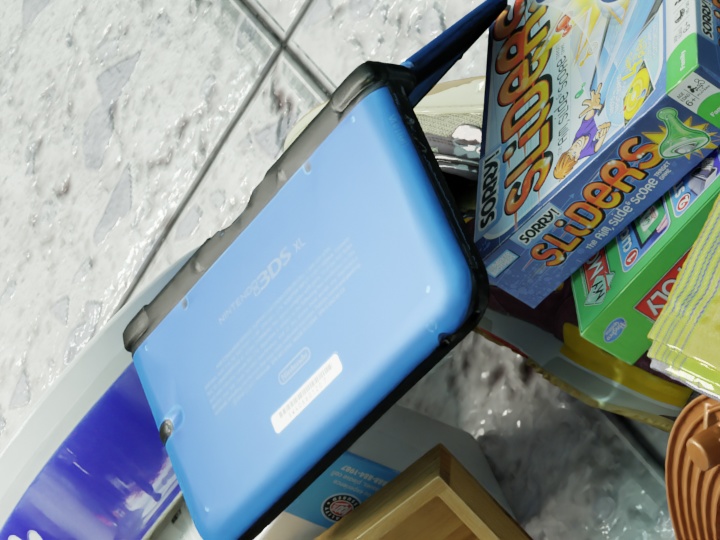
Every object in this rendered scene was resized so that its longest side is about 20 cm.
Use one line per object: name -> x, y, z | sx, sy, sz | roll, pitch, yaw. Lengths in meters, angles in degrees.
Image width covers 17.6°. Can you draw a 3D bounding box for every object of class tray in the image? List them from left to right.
tray -> -0.009, 0.173, 1.017 | 0.200, 0.099, 0.037 | -39, 16, 18

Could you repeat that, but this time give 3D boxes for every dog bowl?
dog bowl -> -0.104, 0.085, 1.152 | 0.200, 0.079, 0.200 | -49, -7, -8

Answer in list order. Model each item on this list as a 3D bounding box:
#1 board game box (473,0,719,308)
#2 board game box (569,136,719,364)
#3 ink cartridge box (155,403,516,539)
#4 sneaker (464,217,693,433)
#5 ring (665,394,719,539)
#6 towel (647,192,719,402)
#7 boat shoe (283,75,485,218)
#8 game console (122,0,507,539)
board game box -> 0.103, -0.096, 0.956 | 0.135, 0.034, 0.200 | -44, 25, 35
board game box -> 0.130, -0.070, 0.950 | 0.135, 0.029, 0.200 | -50, 23, 27
ink cartridge box -> -0.036, 0.151, 1.086 | 0.200, 0.116, 0.068 | -52, 36, 19
sneaker -> 0.091, -0.002, 1.049 | 0.200, 0.075, 0.090 | 32, 98, 47
ring -> 0.164, 0.131, 0.791 | 0.019, 0.201, 0.200 | -28, 30, -19
towel -> 0.175, -0.032, 0.730 | 0.144, 0.023, 0.200 | 28, 90, 56
boat shoe -> 0.029, -0.050, 1.159 | 0.200, 0.072, 0.065 | -8, 59, 45
game console -> 0.000, 0.000, 0.998 | 0.200, 0.118, 0.171 | -46, 56, 38
